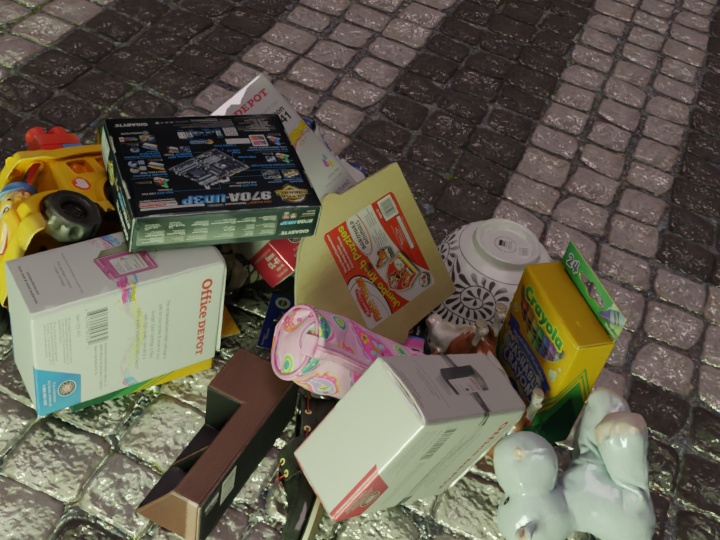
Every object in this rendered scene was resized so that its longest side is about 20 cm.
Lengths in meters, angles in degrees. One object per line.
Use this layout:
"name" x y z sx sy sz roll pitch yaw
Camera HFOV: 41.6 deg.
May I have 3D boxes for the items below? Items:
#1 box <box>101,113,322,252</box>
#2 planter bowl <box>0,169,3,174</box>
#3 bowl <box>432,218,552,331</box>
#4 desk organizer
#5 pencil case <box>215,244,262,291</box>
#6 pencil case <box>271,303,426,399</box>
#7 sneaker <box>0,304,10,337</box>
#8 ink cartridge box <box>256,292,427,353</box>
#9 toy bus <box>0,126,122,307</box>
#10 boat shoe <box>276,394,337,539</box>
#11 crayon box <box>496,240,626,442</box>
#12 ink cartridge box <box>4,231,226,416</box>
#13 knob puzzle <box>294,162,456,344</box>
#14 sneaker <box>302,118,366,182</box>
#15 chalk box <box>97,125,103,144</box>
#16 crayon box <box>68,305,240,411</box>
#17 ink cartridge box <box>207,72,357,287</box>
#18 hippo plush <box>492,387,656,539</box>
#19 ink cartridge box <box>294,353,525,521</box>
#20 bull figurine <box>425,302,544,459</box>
"box" -0.157 -0.097 0.986 0.198 0.046 0.160 -6 47 -25
"planter bowl" -0.452 -0.030 1.063 0.200 0.200 0.084 -36 98 -41
"bowl" 0.181 -0.004 1.242 0.198 0.095 0.202 7 43 -7
"desk organizer" -0.144 0.176 0.974 0.076 0.072 0.200 23 42 13
"pencil case" -0.095 -0.030 1.205 0.198 0.089 0.079 -14 77 -27
"pencil case" -0.002 0.103 1.019 0.199 0.087 0.088 27 31 -36
"sneaker" -0.464 0.068 0.993 0.075 0.080 0.200 33 46 19
"ink cartridge box" -0.020 0.073 1.148 0.197 0.037 0.095 12 42 0
"toy bus" -0.322 -0.072 1.014 0.193 0.136 0.199 50 35 17
"boat shoe" -0.057 0.208 0.963 0.062 0.074 0.202 14 37 -1
"crayon box" 0.214 0.083 1.065 0.051 0.201 0.126 -5 45 -21
"ink cartridge box" -0.243 0.042 0.956 0.198 0.146 0.085 -16 50 -29
"knob puzzle" 0.000 0.000 1.106 0.217 0.223 0.030 -14 8 -29
"sneaker" -0.057 -0.146 1.266 0.080 0.117 0.199 -5 11 28
"chalk box" -0.230 -0.105 1.212 0.197 0.125 0.124 -5 45 -22
"crayon box" -0.252 0.070 1.071 0.198 0.052 0.126 -16 50 -28
"ink cartridge box" -0.110 -0.106 1.122 0.200 0.085 0.148 49 63 -7
"hippo plush" 0.215 0.233 0.993 0.159 0.159 0.203 -9 87 -1
"ink cartridge box" 0.054 0.158 0.934 0.199 0.146 0.085 7 40 -53
"bull figurine" 0.138 0.115 1.088 0.064 0.122 0.201 -6 53 -25
